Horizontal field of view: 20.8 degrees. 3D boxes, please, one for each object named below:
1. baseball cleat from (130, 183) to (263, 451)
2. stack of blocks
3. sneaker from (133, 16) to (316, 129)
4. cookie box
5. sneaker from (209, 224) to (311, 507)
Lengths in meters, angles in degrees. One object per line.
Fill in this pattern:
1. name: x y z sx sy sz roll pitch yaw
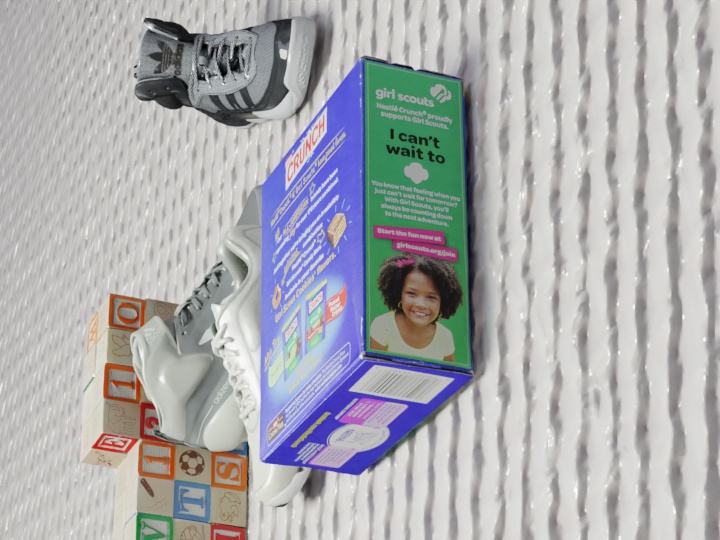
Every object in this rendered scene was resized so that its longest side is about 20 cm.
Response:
1. baseball cleat: -0.109 0.027 1.424 0.070 0.105 0.202 158 122 -71
2. stack of blocks: -0.146 0.127 1.461 0.059 0.114 0.202 133 142 -54
3. sneaker: -0.111 -0.158 1.509 0.200 0.113 0.076 164 115 -67
4. cookie box: 0.000 0.000 1.200 0.171 0.075 0.202 133 142 -55
5. sneaker: -0.067 0.062 1.338 0.075 0.080 0.202 143 132 -57
